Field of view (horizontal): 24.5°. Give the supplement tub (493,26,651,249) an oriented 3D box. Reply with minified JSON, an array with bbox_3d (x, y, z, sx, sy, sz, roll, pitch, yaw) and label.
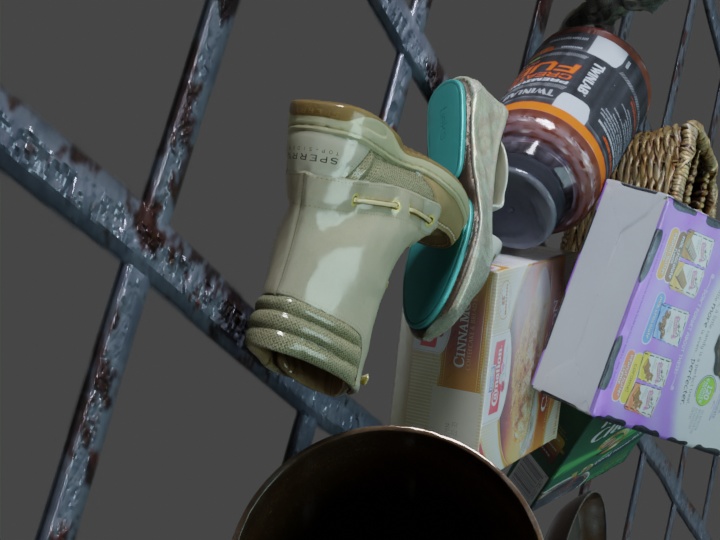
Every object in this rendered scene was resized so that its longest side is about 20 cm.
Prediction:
[{"bbox_3d":[0.150,-0.100,1.279,0.200,0.106,0.108,-54,145,-47],"label":"supplement tub"}]

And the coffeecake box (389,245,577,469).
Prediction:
[{"bbox_3d":[0.095,0.063,1.250,0.200,0.072,0.156,-12,109,-66],"label":"coffeecake box"}]

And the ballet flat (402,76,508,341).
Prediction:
[{"bbox_3d":[0.075,-0.040,1.132,0.062,0.067,0.202,26,61,-34],"label":"ballet flat"}]

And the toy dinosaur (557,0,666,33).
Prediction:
[{"bbox_3d":[0.204,-0.230,1.346,0.089,0.047,0.200,-70,-168,-12],"label":"toy dinosaur"}]

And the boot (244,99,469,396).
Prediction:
[{"bbox_3d":[0.000,0.000,0.998,0.200,0.072,0.157,33,67,-64],"label":"boot"}]

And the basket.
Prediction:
[{"bbox_3d":[0.276,-0.014,1.501,0.142,0.148,0.202,24,72,-31],"label":"basket"}]

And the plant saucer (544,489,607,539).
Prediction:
[{"bbox_3d":[0.206,0.318,1.661,0.200,0.032,0.203,8,90,-67],"label":"plant saucer"}]

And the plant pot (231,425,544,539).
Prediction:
[{"bbox_3d":[0.018,0.220,1.022,0.201,0.185,0.189,87,21,-64],"label":"plant pot"}]

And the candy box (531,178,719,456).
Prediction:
[{"bbox_3d":[0.245,0.044,1.271,0.199,0.071,0.169,20,91,-38],"label":"candy box"}]

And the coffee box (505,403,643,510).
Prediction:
[{"bbox_3d":[0.205,0.122,1.407,0.122,0.044,0.201,-23,154,-30],"label":"coffee box"}]
